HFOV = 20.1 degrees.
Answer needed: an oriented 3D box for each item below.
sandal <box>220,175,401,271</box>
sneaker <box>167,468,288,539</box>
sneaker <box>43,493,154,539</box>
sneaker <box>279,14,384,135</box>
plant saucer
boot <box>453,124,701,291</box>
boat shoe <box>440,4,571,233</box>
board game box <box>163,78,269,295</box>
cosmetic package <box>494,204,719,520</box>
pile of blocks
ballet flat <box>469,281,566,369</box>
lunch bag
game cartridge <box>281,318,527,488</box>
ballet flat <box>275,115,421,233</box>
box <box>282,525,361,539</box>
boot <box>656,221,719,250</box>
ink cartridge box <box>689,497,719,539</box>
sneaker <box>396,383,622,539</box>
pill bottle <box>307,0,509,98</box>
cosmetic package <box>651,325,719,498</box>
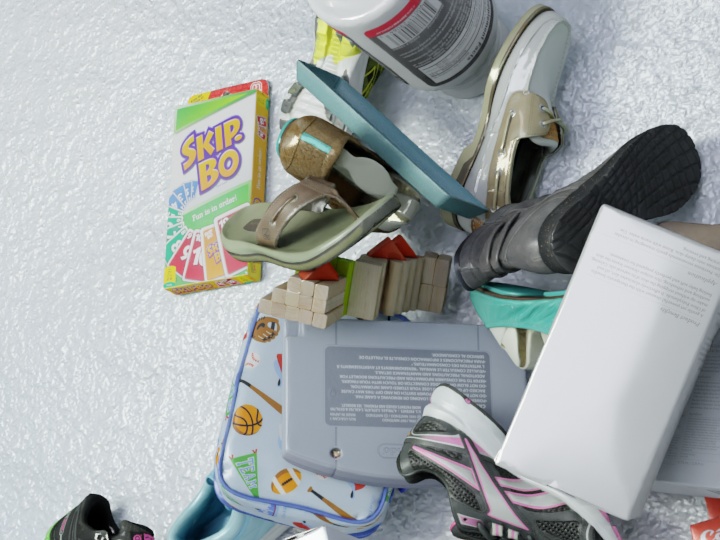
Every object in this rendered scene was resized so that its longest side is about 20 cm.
[{"bbox_3d":[-0.051,-0.042,1.596,0.201,0.058,0.080,0,32,49],"label":"sandal"},{"bbox_3d":[-0.084,0.178,1.710,0.200,0.082,0.074,-51,55,3],"label":"sneaker"},{"bbox_3d":[-0.204,0.266,1.761,0.200,0.077,0.084,41,100,35],"label":"sneaker"},{"bbox_3d":[-0.007,-0.175,1.803,0.074,0.084,0.201,30,111,29],"label":"sneaker"},{"bbox_3d":[0.022,-0.108,1.681,0.200,0.070,0.019,45,105,30],"label":"plant saucer"},{"bbox_3d":[0.168,-0.053,1.606,0.131,0.200,0.070,-10,106,52],"label":"boot"},{"bbox_3d":[0.138,-0.119,1.689,0.068,0.075,0.201,25,97,35],"label":"boat shoe"},{"bbox_3d":[-0.132,-0.081,1.875,0.095,0.030,0.201,-10,65,29],"label":"board game box"},{"bbox_3d":[0.185,0.066,1.443,0.107,0.085,0.201,24,93,15],"label":"cosmetic package"},{"bbox_3d":[0.000,0.000,1.646,0.082,0.200,0.062,21,107,39],"label":"pile of blocks"},{"bbox_3d":[0.144,0.045,1.577,0.200,0.067,0.071,3,87,60],"label":"ballet flat"},{"bbox_3d":[-0.031,0.123,1.666,0.160,0.076,0.201,13,70,-1],"label":"lunch bag"},{"bbox_3d":[0.035,0.107,1.625,0.199,0.041,0.134,3,66,-8],"label":"game cartridge"},{"bbox_3d":[0.007,-0.071,1.672,0.072,0.200,0.068,23,82,34],"label":"ballet flat"},{"bbox_3d":[0.004,0.308,1.534,0.096,0.200,0.177,-27,59,21],"label":"box"},{"bbox_3d":[0.334,-0.040,1.538,0.200,0.070,0.147,31,86,35],"label":"boot"},{"bbox_3d":[0.302,0.207,1.471,0.109,0.050,0.201,-21,63,25],"label":"ink cartridge box"},{"bbox_3d":[0.112,0.182,1.558,0.200,0.080,0.086,38,80,20],"label":"sneaker"},{"bbox_3d":[0.048,-0.217,1.699,0.110,0.200,0.111,-12,67,28],"label":"pill bottle"},{"bbox_3d":[0.236,0.090,1.517,0.200,0.052,0.151,-1,73,55],"label":"cosmetic package"}]
